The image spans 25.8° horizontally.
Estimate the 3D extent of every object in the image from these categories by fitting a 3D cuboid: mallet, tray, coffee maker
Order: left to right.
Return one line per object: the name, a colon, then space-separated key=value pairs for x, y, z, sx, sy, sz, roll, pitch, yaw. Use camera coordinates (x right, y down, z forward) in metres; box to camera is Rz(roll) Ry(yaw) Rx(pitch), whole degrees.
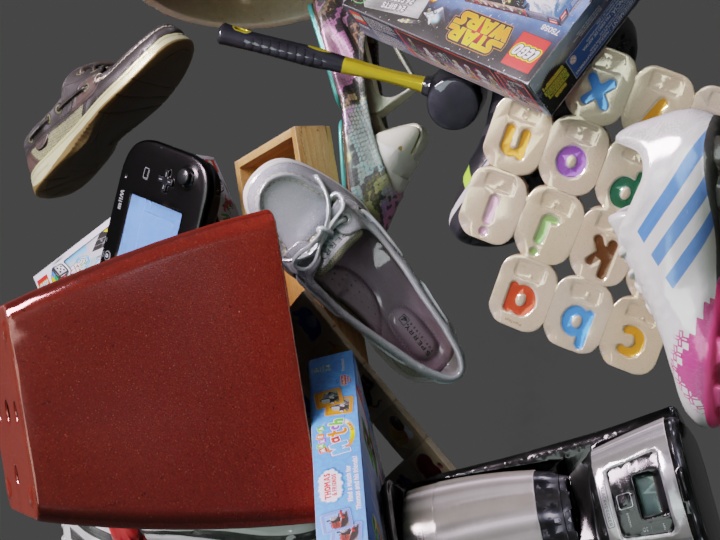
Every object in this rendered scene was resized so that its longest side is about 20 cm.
tray: x=-0.044 y=0.002 z=1.189 sx=0.098 sy=0.037 sz=0.202 roll=-22 pitch=74 yaw=56
mallet: x=-0.006 y=-0.141 z=1.112 sx=0.198 sy=0.066 sz=0.042 roll=11 pitch=114 yaw=-2
coffee maker: x=0.131 y=0.166 z=1.025 sx=0.198 sy=0.192 sz=0.136 roll=-15 pitch=94 yaw=12

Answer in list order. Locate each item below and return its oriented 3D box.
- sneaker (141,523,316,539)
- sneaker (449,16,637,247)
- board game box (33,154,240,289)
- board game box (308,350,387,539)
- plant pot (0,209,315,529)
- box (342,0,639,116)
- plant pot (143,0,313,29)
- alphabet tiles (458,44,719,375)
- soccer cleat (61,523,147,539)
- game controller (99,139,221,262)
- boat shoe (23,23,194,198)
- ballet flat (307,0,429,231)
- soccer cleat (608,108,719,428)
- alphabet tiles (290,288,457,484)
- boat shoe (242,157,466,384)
sneaker: x=-0.094 y=0.232 z=1.207 sx=0.199 sy=0.075 sz=0.117 roll=-7 pitch=97 yaw=44
sneaker: x=0.122 y=-0.109 z=1.102 sx=0.201 sy=0.071 sz=0.083 roll=-56 pitch=37 yaw=17
board game box: x=-0.174 y=0.012 z=1.293 sx=0.199 sy=0.035 sz=0.127 roll=-34 pitch=71 yaw=27
board game box: x=0.000 y=0.170 z=1.006 sx=0.036 sy=0.201 sz=0.152 roll=-12 pitch=120 yaw=2
plant pot: x=-0.152 y=0.079 z=1.053 sx=0.200 sy=0.175 sz=0.202 roll=167 pitch=95 yaw=-69
box: x=0.095 y=-0.196 z=1.070 sx=0.137 sy=0.040 sz=0.200 roll=-51 pitch=45 yaw=-6
plant pot: x=-0.084 y=-0.312 z=1.173 sx=0.199 sy=0.200 sz=0.185 roll=-20 pitch=66 yaw=30
alphabet tiles: x=0.170 y=-0.039 z=1.040 sx=0.198 sy=0.015 sz=0.197 roll=21 pitch=102 yaw=9
soccer cleat: x=-0.221 y=0.205 z=1.297 sx=0.085 sy=0.068 sz=0.201 roll=-38 pitch=73 yaw=21
game controller: x=-0.168 y=0.001 z=1.244 sx=0.104 sy=0.042 sz=0.202 roll=19 pitch=98 yaw=31
boat shoe: x=-0.219 y=-0.141 z=1.307 sx=0.200 sy=0.073 sz=0.065 roll=-41 pitch=72 yaw=25
ballet flat: x=0.011 y=-0.118 z=1.168 sx=0.070 sy=0.069 sz=0.202 roll=-12 pitch=80 yaw=11
soccer cleat: x=0.202 y=-0.002 z=1.003 sx=0.086 sy=0.070 sz=0.202 roll=2 pitch=98 yaw=31
alphabet tiles: x=-0.032 y=0.106 z=1.143 sx=0.200 sy=0.008 sz=0.167 roll=50 pitch=140 yaw=9
boat shoe: x=-0.001 y=0.002 z=1.106 sx=0.074 sy=0.065 sz=0.202 roll=-42 pitch=101 yaw=-7
